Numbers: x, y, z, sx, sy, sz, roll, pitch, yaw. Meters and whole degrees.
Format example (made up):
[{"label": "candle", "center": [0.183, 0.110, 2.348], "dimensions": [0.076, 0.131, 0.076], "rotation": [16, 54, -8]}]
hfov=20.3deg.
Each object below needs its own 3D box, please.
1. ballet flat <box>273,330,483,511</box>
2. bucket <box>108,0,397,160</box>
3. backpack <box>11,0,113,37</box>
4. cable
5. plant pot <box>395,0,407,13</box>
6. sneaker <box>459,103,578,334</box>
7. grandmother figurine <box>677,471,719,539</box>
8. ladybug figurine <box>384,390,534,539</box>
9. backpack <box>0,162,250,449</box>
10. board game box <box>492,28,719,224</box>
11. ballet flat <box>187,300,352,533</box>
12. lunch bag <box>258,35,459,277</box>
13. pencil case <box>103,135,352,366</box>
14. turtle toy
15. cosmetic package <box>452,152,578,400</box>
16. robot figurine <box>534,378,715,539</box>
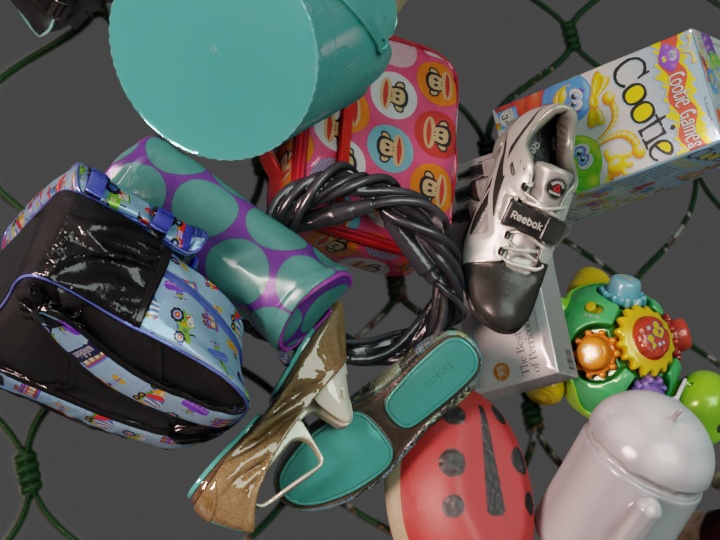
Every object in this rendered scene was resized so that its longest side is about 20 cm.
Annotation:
[{"label": "ballet flat", "center": [0.015, 0.122, 1.615], "dimensions": [0.199, 0.074, 0.075], "rotation": [-35, 94, -3]}, {"label": "bucket", "center": [-0.087, -0.190, 1.549], "dimensions": [0.208, 0.207, 0.135], "rotation": [53, 30, -5]}, {"label": "backpack", "center": [-0.244, -0.312, 1.547], "dimensions": [0.200, 0.176, 0.153], "rotation": [44, 56, 6]}, {"label": "cable", "center": [0.000, 0.000, 1.620], "dimensions": [0.199, 0.051, 0.164], "rotation": [18, 103, -22]}, {"label": "plant pot", "center": [-0.004, -0.295, 1.674], "dimensions": [0.186, 0.187, 0.201], "rotation": [27, 50, -22]}, {"label": "sneaker", "center": [0.136, -0.049, 1.650], "dimensions": [0.074, 0.088, 0.202], "rotation": [17, 69, -17]}, {"label": "grandmother figurine", "center": [0.299, 0.224, 1.691], "dimensions": [0.060, 0.199, 0.122], "rotation": [28, 61, -33]}, {"label": "ladybug figurine", "center": [0.088, 0.182, 1.648], "dimensions": [0.135, 0.072, 0.202], "rotation": [-1, 73, -33]}, {"label": "backpack", "center": [-0.169, 0.039, 1.460], "dimensions": [0.199, 0.182, 0.135], "rotation": [28, 57, -17]}, {"label": "board game box", "center": [0.234, -0.122, 1.763], "dimensions": [0.105, 0.199, 0.104], "rotation": [7, 67, -59]}, {"label": "ballet flat", "center": [-0.052, 0.119, 1.555], "dimensions": [0.072, 0.068, 0.201], "rotation": [35, 72, 2]}, {"label": "lunch bag", "center": [-0.008, -0.106, 1.692], "dimensions": [0.175, 0.082, 0.202], "rotation": [15, 65, -24]}, {"label": "pencil case", "center": [-0.108, -0.019, 1.531], "dimensions": [0.199, 0.093, 0.085], "rotation": [36, 75, 14]}, {"label": "turtle toy", "center": [0.245, 0.085, 1.770], "dimensions": [0.200, 0.101, 0.146], "rotation": [39, 56, -15]}, {"label": "cosmetic package", "center": [0.122, 0.003, 1.725], "dimensions": [0.051, 0.082, 0.202], "rotation": [14, 61, -60]}, {"label": "robot figurine", "center": [0.218, 0.182, 1.660], "dimensions": [0.112, 0.201, 0.170], "rotation": [24, 22, -9]}]
